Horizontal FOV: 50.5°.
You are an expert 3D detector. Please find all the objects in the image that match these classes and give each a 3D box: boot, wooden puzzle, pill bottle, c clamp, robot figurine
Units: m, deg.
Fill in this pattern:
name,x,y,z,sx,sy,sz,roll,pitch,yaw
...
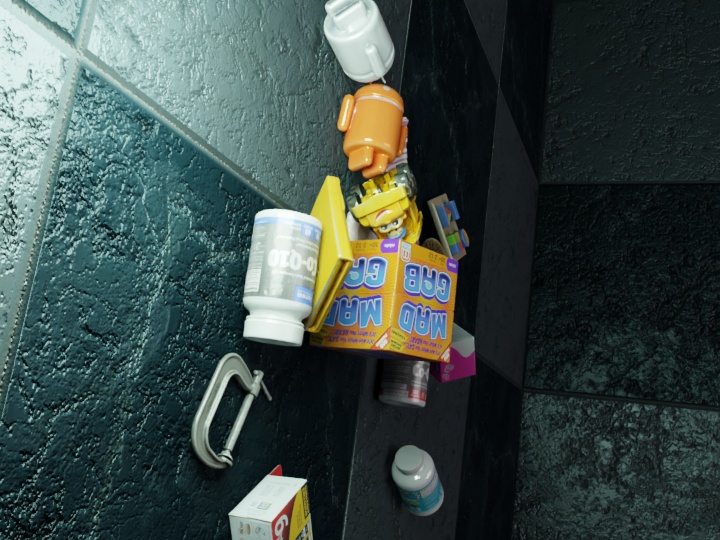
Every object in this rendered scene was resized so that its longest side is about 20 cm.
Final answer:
name,x,y,z,sx,sy,sz,roll,pitch,yaw
boot,0.206,-0.018,2.104,0.108,0.074,0.202,-78,159,-54
wooden puzzle,0.255,-0.122,2.146,0.188,0.046,0.200,70,21,-4
pill bottle,0.110,0.217,1.819,0.114,0.112,0.204,37,59,-63
pill bottle,-0.127,0.014,1.223,0.114,0.112,0.204,30,64,-65
pill bottle,0.141,0.525,1.928,0.202,0.109,0.112,70,32,-42
c clamp,-0.196,0.224,1.187,0.201,0.027,0.172,-67,150,-42
robot figurine,0.027,-0.296,1.568,0.117,0.141,0.203,92,7,-73
robot figurine,0.000,-0.448,1.488,0.171,0.112,0.200,66,6,32

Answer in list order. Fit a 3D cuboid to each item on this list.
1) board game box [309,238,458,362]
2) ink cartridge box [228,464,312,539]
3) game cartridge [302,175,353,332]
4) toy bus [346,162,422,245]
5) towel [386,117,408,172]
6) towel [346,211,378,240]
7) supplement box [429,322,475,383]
name,x,y,z,sx,sy,sz,roll,pitch,yaw
board game box,0.047,0.062,1.477,0.198,0.198,0.204,18,76,-48
ink cartridge box,-0.133,0.459,1.288,0.175,0.083,0.204,-35,124,-63
game cartridge,-0.063,-0.029,1.281,0.202,0.032,0.177,-98,-153,-45
toy bus,0.068,-0.101,1.565,0.200,0.134,0.194,-73,141,-72
towel,0.084,-0.256,1.820,0.146,0.029,0.204,-37,126,-61
towel,0.000,0.000,1.638,0.191,0.032,0.203,39,56,-63
supplement box,0.201,0.190,1.921,0.200,0.102,0.103,-146,-132,-65
